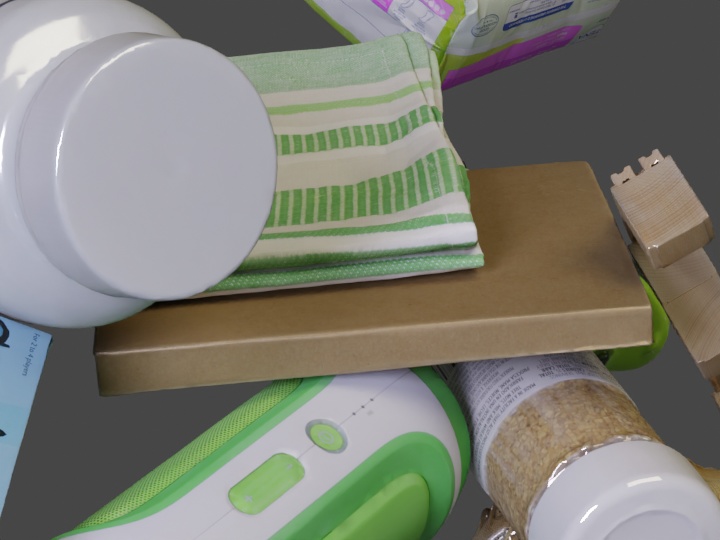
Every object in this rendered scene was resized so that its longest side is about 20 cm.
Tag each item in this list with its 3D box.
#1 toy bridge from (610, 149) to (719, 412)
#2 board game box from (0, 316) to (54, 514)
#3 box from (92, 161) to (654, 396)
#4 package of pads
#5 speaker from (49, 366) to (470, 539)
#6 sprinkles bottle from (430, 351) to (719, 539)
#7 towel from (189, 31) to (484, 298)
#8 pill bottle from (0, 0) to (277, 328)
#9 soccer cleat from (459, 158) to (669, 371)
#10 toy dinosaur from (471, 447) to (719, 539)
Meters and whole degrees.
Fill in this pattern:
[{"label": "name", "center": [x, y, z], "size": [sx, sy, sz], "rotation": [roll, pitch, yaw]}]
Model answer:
[{"label": "toy bridge", "center": [0.129, 0.009, 1.029], "size": [0.067, 0.027, 0.200], "rotation": [62, 4, 33]}, {"label": "board game box", "center": [-0.214, 0.052, 0.840], "size": [0.199, 0.103, 0.105], "rotation": [21, 36, -9]}, {"label": "box", "center": [0.000, 0.000, 1.000], "size": [0.198, 0.021, 0.164], "rotation": [-4, 21, -2]}, {"label": "package of pads", "center": [0.015, -0.177, 1.287], "size": [0.200, 0.068, 0.154], "rotation": [44, 38, 20]}, {"label": "speaker", "center": [-0.041, 0.095, 0.915], "size": [0.088, 0.089, 0.200], "rotation": [38, 37, 13]}, {"label": "sprinkles bottle", "center": [0.068, 0.057, 1.000], "size": [0.068, 0.069, 0.200], "rotation": [9, 23, -24]}, {"label": "towel", "center": [-0.035, -0.044, 1.035], "size": [0.151, 0.024, 0.200], "rotation": [-7, 27, -3]}, {"label": "pill bottle", "center": [-0.114, -0.039, 0.902], "size": [0.110, 0.112, 0.199], "rotation": [-2, 6, -34]}, {"label": "soccer cleat", "center": [0.042, -0.021, 1.127], "size": [0.199, 0.068, 0.081], "rotation": [25, 28, -4]}, {"label": "toy dinosaur", "center": [0.135, 0.101, 1.047], "size": [0.199, 0.058, 0.101], "rotation": [-8, 49, -39]}]
